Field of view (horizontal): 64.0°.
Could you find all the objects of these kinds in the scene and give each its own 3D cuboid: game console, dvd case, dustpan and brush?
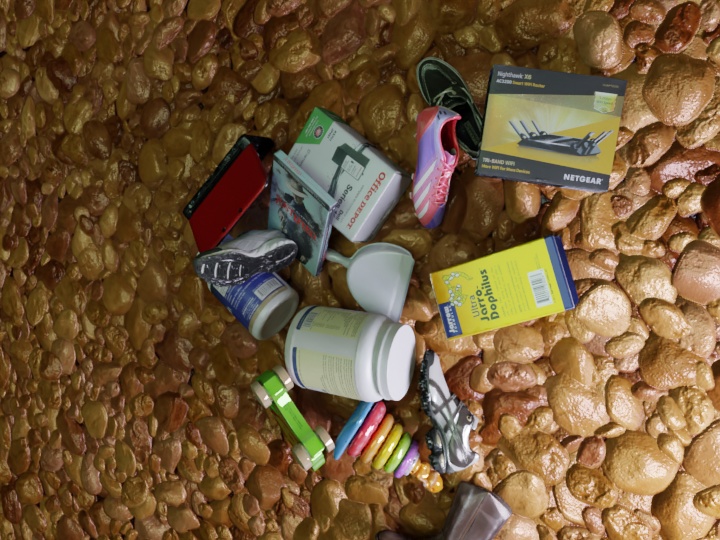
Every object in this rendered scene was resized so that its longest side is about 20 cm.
[{"bbox_3d":[-0.227,-0.139,1.075,0.200,0.172,0.119,-44,84,19],"label":"game console"},{"bbox_3d":[-0.110,-0.096,1.033,0.146,0.022,0.202,44,146,17],"label":"dvd case"},{"bbox_3d":[0.000,0.000,1.038,0.196,0.057,0.143,20,113,16],"label":"dustpan and brush"}]

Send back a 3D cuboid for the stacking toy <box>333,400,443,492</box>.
[{"bbox_3d":[0.062,0.315,1.002,0.198,0.110,0.118,34,119,8],"label":"stacking toy"}]

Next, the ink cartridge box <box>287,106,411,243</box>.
[{"bbox_3d":[-0.029,-0.167,1.022,0.199,0.083,0.148,40,108,18],"label":"ink cartridge box"}]

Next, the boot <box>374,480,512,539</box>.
[{"bbox_3d":[0.139,0.428,0.981,0.183,0.064,0.204,25,106,8],"label":"boot"}]

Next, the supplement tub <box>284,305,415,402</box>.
[{"bbox_3d":[-0.016,0.143,0.991,0.195,0.144,0.149,6,95,27],"label":"supplement tub"}]

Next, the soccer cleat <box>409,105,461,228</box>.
[{"bbox_3d":[0.125,-0.160,0.929,0.076,0.066,0.205,23,124,44],"label":"soccer cleat"}]

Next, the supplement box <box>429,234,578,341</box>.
[{"bbox_3d":[0.224,0.026,0.898,0.196,0.108,0.112,-18,85,24],"label":"supplement box"}]

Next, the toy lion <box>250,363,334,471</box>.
[{"bbox_3d":[-0.127,0.272,1.040,0.068,0.191,0.202,-34,90,-20],"label":"toy lion"}]

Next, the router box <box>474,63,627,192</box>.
[{"bbox_3d":[0.280,-0.210,0.862,0.194,0.052,0.162,8,96,6],"label":"router box"}]

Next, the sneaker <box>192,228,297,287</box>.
[{"bbox_3d":[-0.210,-0.029,1.030,0.079,0.197,0.075,45,132,30],"label":"sneaker"}]

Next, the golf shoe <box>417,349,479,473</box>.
[{"bbox_3d":[0.149,0.233,0.973,0.092,0.078,0.206,-8,85,0],"label":"golf shoe"}]

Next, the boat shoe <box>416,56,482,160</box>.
[{"bbox_3d":[0.153,-0.272,0.942,0.070,0.063,0.202,-38,77,21],"label":"boat shoe"}]

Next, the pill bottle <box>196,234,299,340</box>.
[{"bbox_3d":[-0.220,0.026,1.103,0.199,0.115,0.117,41,108,18],"label":"pill bottle"}]
